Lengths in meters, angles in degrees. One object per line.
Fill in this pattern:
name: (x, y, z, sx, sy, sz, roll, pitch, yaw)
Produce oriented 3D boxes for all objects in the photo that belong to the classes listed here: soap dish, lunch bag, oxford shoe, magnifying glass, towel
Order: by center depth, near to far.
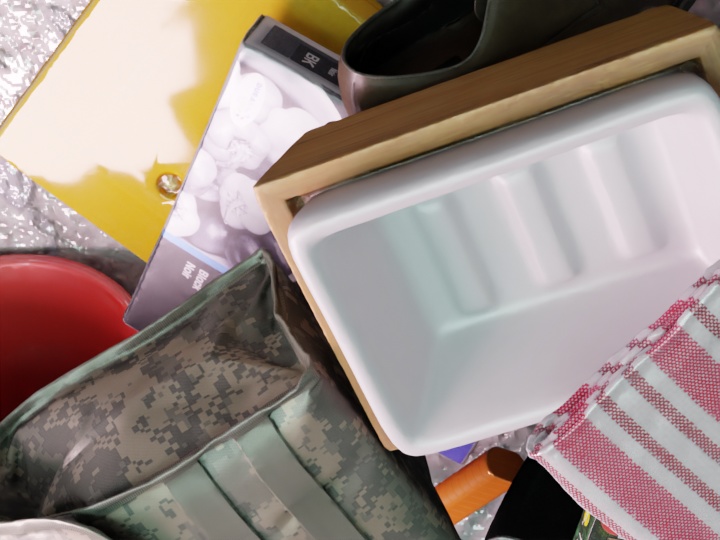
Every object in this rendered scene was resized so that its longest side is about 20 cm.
towel: (0.184, 0.047, 0.817, 0.146, 0.030, 0.200, 40, 105, -20)
soap dish: (0.075, -0.017, 0.847, 0.199, 0.082, 0.158, -18, 126, 13)
oxford shoe: (0.078, -0.121, 0.870, 0.199, 0.073, 0.085, -35, 144, -2)
lunch bag: (-0.077, 0.116, 0.950, 0.199, 0.118, 0.164, -32, 128, 7)
magnifying glass: (0.030, 0.141, 1.113, 0.079, 0.023, 0.200, 20, 149, -20)

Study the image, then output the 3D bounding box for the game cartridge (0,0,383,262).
game cartridge: (-0.068, -0.080, 1.015, 0.176, 0.033, 0.200, 36, 124, -12)

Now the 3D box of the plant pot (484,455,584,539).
plant pot: (0.155, 0.181, 1.044, 0.198, 0.178, 0.201, 15, 124, 5)

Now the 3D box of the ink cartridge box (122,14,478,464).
ink cartridge box: (0.000, 0.000, 0.994, 0.199, 0.043, 0.199, 28, 129, 0)

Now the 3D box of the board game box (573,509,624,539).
board game box: (0.142, 0.138, 0.887, 0.104, 0.024, 0.201, 8, 119, -11)

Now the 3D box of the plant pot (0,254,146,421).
plant pot: (-0.187, 0.122, 1.101, 0.199, 0.201, 0.178, 1, 134, 15)
